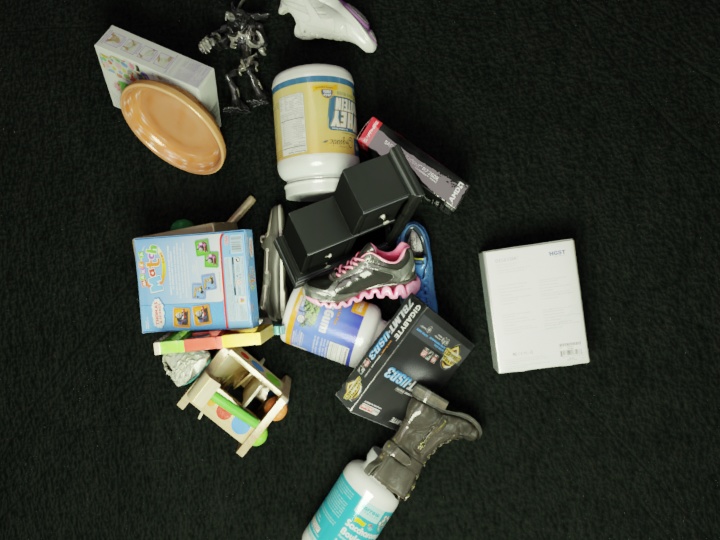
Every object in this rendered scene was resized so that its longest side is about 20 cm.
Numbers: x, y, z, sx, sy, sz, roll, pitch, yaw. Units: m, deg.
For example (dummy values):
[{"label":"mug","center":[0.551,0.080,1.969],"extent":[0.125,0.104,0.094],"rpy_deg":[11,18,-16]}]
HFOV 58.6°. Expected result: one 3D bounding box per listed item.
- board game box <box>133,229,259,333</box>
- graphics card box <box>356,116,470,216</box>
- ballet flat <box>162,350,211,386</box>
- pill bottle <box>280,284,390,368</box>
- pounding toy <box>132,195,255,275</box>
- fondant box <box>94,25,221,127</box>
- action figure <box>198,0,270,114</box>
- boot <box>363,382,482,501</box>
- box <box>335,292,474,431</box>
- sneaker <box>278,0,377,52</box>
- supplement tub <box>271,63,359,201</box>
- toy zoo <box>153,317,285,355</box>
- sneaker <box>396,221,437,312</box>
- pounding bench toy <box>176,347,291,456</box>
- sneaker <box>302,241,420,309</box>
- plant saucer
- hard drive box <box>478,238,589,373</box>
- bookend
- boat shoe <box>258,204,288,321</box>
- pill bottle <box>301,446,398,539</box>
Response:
[{"label":"board game box","center":[-0.263,0.018,1.028],"extent":[0.194,0.037,0.156],"rpy_deg":[-3,94,13]},{"label":"graphics card box","center":[0.089,-0.171,1.081],"extent":[0.198,0.125,0.051],"rpy_deg":[37,91,5]},{"label":"ballet flat","center":[-0.303,0.156,1.078],"extent":[0.070,0.199,0.074],"rpy_deg":[6,75,-22]},{"label":"pill bottle","center":[-0.029,0.099,1.094],"extent":[0.195,0.112,0.115],"rpy_deg":[18,91,5]},{"label":"pounding toy","center":[-0.274,-0.017,1.121],"extent":[0.179,0.142,0.206],"rpy_deg":[-9,92,13]},{"label":"fondant box","center":[-0.344,-0.316,1.108],"extent":[0.196,0.145,0.059],"rpy_deg":[23,62,5]},{"label":"action figure","center":[-0.212,-0.387,1.124],"extent":[0.116,0.102,0.206],"rpy_deg":[-9,90,16]},{"label":"boot","center":[0.103,0.294,1.052],"extent":[0.199,0.069,0.177],"rpy_deg":[36,80,-35]},{"label":"box","center":[0.079,0.160,1.048],"extent":[0.049,0.199,0.200],"rpy_deg":[37,90,39]},{"label":"sneaker","center":[-0.058,-0.437,1.136],"extent":[0.198,0.075,0.101],"rpy_deg":[38,111,5]},{"label":"supplement tub","center":[-0.074,-0.228,1.087],"extent":[0.140,0.145,0.206],"rpy_deg":[-5,89,5]},{"label":"toy zoo","center":[-0.220,0.103,1.039],"extent":[0.194,0.131,0.021],"rpy_deg":[-6,96,0]},{"label":"sneaker","center":[0.096,0.018,1.102],"extent":[0.064,0.078,0.206],"rpy_deg":[-7,90,3]},{"label":"pounding bench toy","center":[-0.200,0.215,1.053],"extent":[0.155,0.200,0.125],"rpy_deg":[41,93,-7]},{"label":"sneaker","center":[0.000,0.000,1.033],"extent":[0.194,0.079,0.098],"rpy_deg":[-9,119,-8]},{"label":"plant saucer","center":[-0.314,-0.248,1.096],"extent":[0.196,0.202,0.038],"rpy_deg":[24,61,5]},{"label":"hard drive box","center":[0.290,0.059,1.084],"extent":[0.151,0.077,0.206],"rpy_deg":[-7,89,5]},{"label":"bookend","center":[-0.024,-0.081,1.017],"extent":[0.195,0.201,0.094],"rpy_deg":[-23,75,-21]},{"label":"boat shoe","center":[-0.159,-0.013,1.131],"extent":[0.055,0.067,0.206],"rpy_deg":[-2,92,0]},{"label":"pill bottle","center":[-0.006,0.404,1.088],"extent":[0.109,0.111,0.203],"rpy_deg":[33,92,5]}]
